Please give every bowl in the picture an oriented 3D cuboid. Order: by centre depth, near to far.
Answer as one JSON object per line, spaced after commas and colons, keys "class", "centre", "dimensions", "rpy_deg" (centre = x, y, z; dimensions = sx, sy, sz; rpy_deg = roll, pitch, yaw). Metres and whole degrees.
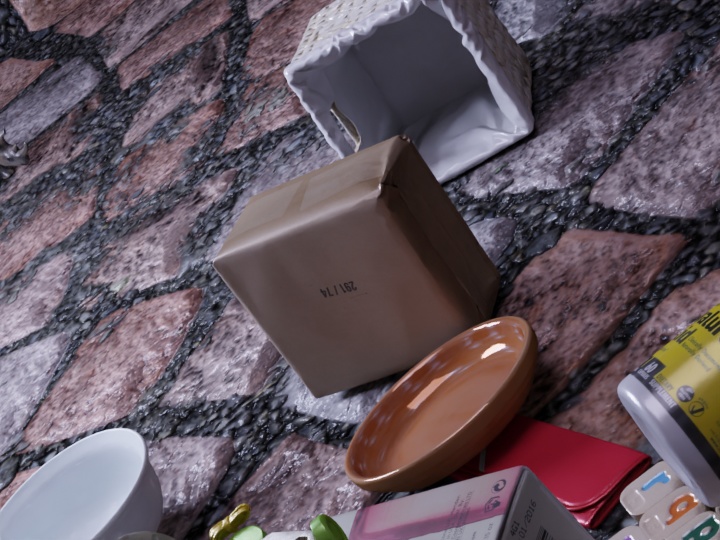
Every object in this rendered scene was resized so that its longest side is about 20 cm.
{"class": "bowl", "centre": [-0.255, 0.250, 1.832], "dimensions": [0.201, 0.090, 0.201], "rpy_deg": [-30, 27, 17]}

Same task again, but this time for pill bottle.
{"class": "pill bottle", "centre": [0.288, 0.063, 1.367], "dimensions": [0.200, 0.111, 0.111], "rpy_deg": [-38, 25, -1]}

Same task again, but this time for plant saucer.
{"class": "plant saucer", "centre": [0.074, 0.118, 1.650], "dimensions": [0.200, 0.037, 0.200], "rpy_deg": [-37, 15, 12]}

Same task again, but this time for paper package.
{"class": "paper package", "centre": [0.000, 0.000, 1.796], "dimensions": [0.200, 0.191, 0.104], "rpy_deg": [-20, 28, 32]}

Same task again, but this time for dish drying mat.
{"class": "dish drying mat", "centre": [0.143, 0.154, 1.550], "dimensions": [0.077, 0.018, 0.200], "rpy_deg": [-46, 26, -18]}

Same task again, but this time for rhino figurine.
{"class": "rhino figurine", "centre": [-0.569, -0.163, 2.951], "dimensions": [0.200, 0.088, 0.060], "rpy_deg": [-16, 33, 39]}

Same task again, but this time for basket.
{"class": "basket", "centre": [0.059, -0.211, 2.070], "dimensions": [0.200, 0.198, 0.161], "rpy_deg": [-27, 25, 23]}

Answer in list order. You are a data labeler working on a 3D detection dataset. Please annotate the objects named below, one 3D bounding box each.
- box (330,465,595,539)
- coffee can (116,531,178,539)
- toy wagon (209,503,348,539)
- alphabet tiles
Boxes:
{"class": "box", "centre": [0.062, 0.233, 1.378], "dimensions": [0.200, 0.128, 0.109], "rpy_deg": [-20, 33, 39]}
{"class": "coffee can", "centre": [-0.212, 0.312, 1.540], "dimensions": [0.200, 0.146, 0.147], "rpy_deg": [-36, 22, 34]}
{"class": "toy wagon", "centre": [-0.069, 0.237, 1.369], "dimensions": [0.155, 0.040, 0.200], "rpy_deg": [-40, 27, 11]}
{"class": "alphabet tiles", "centre": [0.254, 0.178, 1.366], "dimensions": [0.195, 0.015, 0.200], "rpy_deg": [-38, 25, 2]}
